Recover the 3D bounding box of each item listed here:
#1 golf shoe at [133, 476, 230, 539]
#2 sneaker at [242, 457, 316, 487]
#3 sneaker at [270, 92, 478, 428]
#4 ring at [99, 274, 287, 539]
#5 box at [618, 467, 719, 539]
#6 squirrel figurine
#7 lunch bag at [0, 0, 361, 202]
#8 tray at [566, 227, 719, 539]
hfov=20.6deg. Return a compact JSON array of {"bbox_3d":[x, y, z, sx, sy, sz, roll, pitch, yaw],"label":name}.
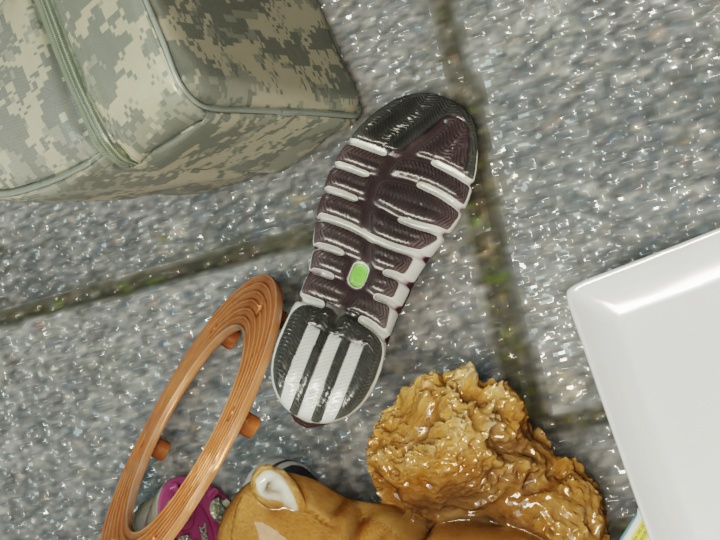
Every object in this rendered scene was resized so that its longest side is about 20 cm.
[{"bbox_3d":[-0.112,0.229,1.188,0.091,0.075,0.201,-29,54,39],"label":"golf shoe"},{"bbox_3d":[-0.016,0.205,1.139,0.079,0.078,0.201,1,105,39],"label":"sneaker"},{"bbox_3d":[0.000,0.000,1.120,0.076,0.116,0.200,26,73,2],"label":"sneaker"},{"bbox_3d":[-0.094,0.094,1.134,0.019,0.201,0.201,30,114,-15],"label":"ring"},{"bbox_3d":[0.222,0.187,1.012,0.200,0.049,0.082,36,110,23],"label":"box"},{"bbox_3d":[0.026,0.147,1.059,0.186,0.142,0.200,30,84,8],"label":"squirrel figurine"},{"bbox_3d":[-0.126,-0.104,1.110,0.168,0.200,0.140,-33,77,27],"label":"lunch bag"},{"bbox_3d":[0.184,0.082,1.002,0.107,0.022,0.201,-21,69,11],"label":"tray"}]
